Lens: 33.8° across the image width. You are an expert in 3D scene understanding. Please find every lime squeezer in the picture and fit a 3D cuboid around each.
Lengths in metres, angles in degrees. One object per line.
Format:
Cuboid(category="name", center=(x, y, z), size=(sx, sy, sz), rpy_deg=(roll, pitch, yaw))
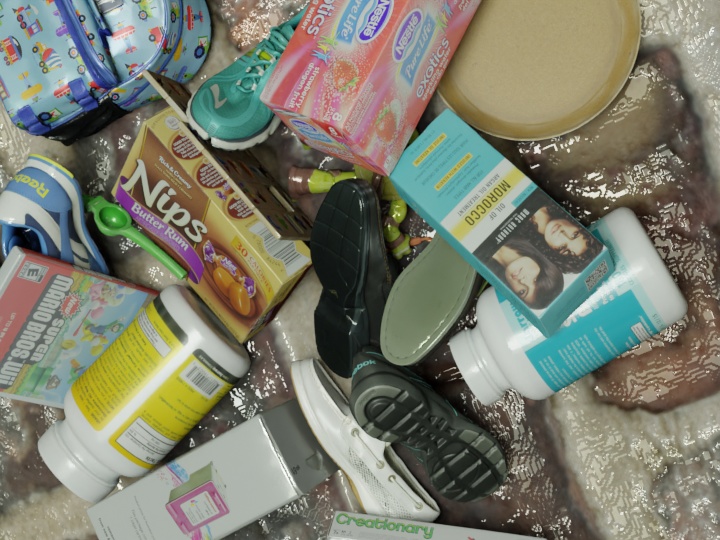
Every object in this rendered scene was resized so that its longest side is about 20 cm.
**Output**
Cuboid(category="lime squeezer", center=(-0.254, -0.037, 1.150), size=(0.197, 0.038, 0.072), rpy_deg=(9, 103, 29))

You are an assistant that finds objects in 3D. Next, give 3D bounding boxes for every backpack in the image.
Cuboid(category="backpack", center=(-0.251, -0.235, 1.123), size=(0.197, 0.134, 0.185), rpy_deg=(-22, 89, 11))

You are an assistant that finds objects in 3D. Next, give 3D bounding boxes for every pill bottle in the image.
Cuboid(category="pill bottle", center=(-0.208, 0.120, 1.127), size=(0.200, 0.112, 0.113), rpy_deg=(-45, 83, 2))
Cuboid(category="pill bottle", center=(0.178, 0.040, 1.044), size=(0.198, 0.111, 0.112), rpy_deg=(-33, 86, 13))

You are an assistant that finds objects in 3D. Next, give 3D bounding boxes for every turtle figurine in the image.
Cuboid(category="turtle figurine", center=(0.014, -0.084, 1.100), size=(0.158, 0.064, 0.204), rpy_deg=(10, 95, 13))

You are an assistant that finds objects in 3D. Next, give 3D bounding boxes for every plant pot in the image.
Cuboid(category="plant pot", center=(0.153, -0.216, 1.070), size=(0.196, 0.027, 0.204), rpy_deg=(-1, 86, 11))

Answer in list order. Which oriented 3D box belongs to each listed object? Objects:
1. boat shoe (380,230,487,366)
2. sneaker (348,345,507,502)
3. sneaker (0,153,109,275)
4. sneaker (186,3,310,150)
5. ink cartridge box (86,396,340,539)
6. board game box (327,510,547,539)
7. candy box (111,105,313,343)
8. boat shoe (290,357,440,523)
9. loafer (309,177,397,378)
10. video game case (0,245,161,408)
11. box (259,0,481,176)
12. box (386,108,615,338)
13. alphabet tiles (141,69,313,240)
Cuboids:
Cuboid(category="boat shoe", center=(0.085, 0.000, 1.064), size=(0.071, 0.061, 0.203), rpy_deg=(24, 82, 30))
Cuboid(category="sneaker", center=(0.064, 0.136, 1.076), size=(0.075, 0.080, 0.200), rpy_deg=(-40, 122, 12))
Cuboid(category="sneaker", center=(-0.296, -0.012, 1.123), size=(0.073, 0.083, 0.202), rpy_deg=(14, 138, 24))
Cuboid(category="sneaker", center=(-0.084, -0.181, 1.055), size=(0.077, 0.200, 0.080), rpy_deg=(36, 141, 6))
Cuboid(category="ink cartridge box", center=(-0.132, 0.203, 1.111), size=(0.198, 0.144, 0.086), rpy_deg=(-28, 85, 14))
Cuboid(category="board game box", center=(0.072, 0.286, 1.089), size=(0.196, 0.035, 0.128), rpy_deg=(5, 131, 13))
Cuboid(category="candy box", center=(-0.141, -0.044, 1.118), size=(0.200, 0.056, 0.117), rpy_deg=(48, 139, 6))
Cuboid(category="boat shoe", center=(0.007, 0.159, 1.117), size=(0.069, 0.071, 0.202), rpy_deg=(-32, 95, 13))
Cuboid(category="loafer", center=(0.000, 0.000, 1.071), size=(0.073, 0.072, 0.203), rpy_deg=(37, 138, 35))
Cuboid(category="video game case", center=(-0.279, 0.064, 1.120), size=(0.017, 0.199, 0.144), rpy_deg=(41, 102, 38))
Cuboid(category="box", center=(0.015, -0.199, 1.022), size=(0.102, 0.095, 0.202), rpy_deg=(24, 82, 34))
Cuboid(category="box", center=(0.115, -0.043, 1.002), size=(0.082, 0.049, 0.200), rpy_deg=(-44, 61, -2))
Cuboid(category="alphabet tiles", center=(-0.117, -0.103, 1.078), size=(0.008, 0.167, 0.200), rpy_deg=(-43, 83, 9))
